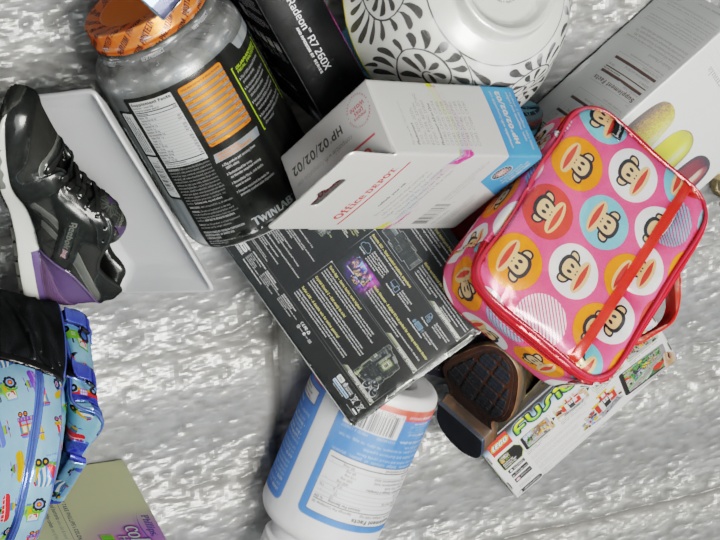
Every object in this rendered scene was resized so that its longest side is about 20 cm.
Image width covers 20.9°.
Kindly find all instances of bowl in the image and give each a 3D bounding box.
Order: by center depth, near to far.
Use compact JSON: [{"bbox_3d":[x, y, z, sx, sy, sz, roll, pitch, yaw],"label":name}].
[{"bbox_3d":[0.094,-0.219,1.525,0.200,0.094,0.202,3,84,-25],"label":"bowl"}]

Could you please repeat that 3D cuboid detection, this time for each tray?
[{"bbox_3d":[-0.193,-0.063,1.528,0.022,0.107,0.201,-54,129,-36],"label":"tray"}]

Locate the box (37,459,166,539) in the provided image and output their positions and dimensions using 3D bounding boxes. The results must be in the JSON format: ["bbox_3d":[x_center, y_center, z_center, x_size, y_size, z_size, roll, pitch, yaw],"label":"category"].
[{"bbox_3d":[-0.264,0.248,1.582,0.199,0.176,0.097,-7,115,-21],"label":"box"}]

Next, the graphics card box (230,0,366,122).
[{"bbox_3d":[-0.068,-0.210,1.487,0.051,0.125,0.201,-34,121,-7],"label":"graphics card box"}]

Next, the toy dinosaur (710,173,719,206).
[{"bbox_3d":[0.315,-0.098,1.755,0.200,0.058,0.101,-46,108,-8],"label":"toy dinosaur"}]

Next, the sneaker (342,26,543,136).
[{"bbox_3d":[0.079,-0.170,1.597,0.199,0.079,0.096,21,101,-30],"label":"sneaker"}]

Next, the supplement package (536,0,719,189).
[{"bbox_3d":[0.245,-0.127,1.668,0.200,0.110,0.114,-42,122,-1],"label":"supplement package"}]

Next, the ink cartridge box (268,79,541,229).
[{"bbox_3d":[0.024,-0.086,1.476,0.199,0.068,0.115,-2,153,-43],"label":"ink cartridge box"}]

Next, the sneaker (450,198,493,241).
[{"bbox_3d":[0.047,-0.040,1.658,0.200,0.078,0.116,-43,110,-8],"label":"sneaker"}]

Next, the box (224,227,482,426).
[{"bbox_3d":[0.000,0.000,1.595,0.160,0.044,0.200,-37,89,1],"label":"box"}]

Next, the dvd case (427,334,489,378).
[{"bbox_3d":[0.132,0.038,1.704,0.200,0.016,0.149,17,111,-52],"label":"dvd case"}]

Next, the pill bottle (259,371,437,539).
[{"bbox_3d":[-0.019,0.174,1.692,0.112,0.112,0.201,16,107,-28],"label":"pill bottle"}]

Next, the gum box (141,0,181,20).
[{"bbox_3d":[-0.123,-0.279,1.388,0.170,0.200,0.045,-46,122,3],"label":"gum box"}]

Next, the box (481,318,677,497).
[{"bbox_3d":[0.192,0.110,1.779,0.200,0.035,0.110,-40,141,-2],"label":"box"}]

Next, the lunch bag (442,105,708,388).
[{"bbox_3d":[0.179,-0.009,1.543,0.176,0.082,0.200,39,70,-12],"label":"lunch bag"}]

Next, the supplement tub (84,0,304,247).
[{"bbox_3d":[-0.123,-0.128,1.503,0.122,0.123,0.201,-32,121,-7],"label":"supplement tub"}]

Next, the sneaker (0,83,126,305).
[{"bbox_3d":[-0.223,-0.059,1.496,0.087,0.076,0.201,2,132,7],"label":"sneaker"}]

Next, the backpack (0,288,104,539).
[{"bbox_3d":[-0.278,0.135,1.490,0.134,0.201,0.183,12,130,-28],"label":"backpack"}]

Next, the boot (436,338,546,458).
[{"bbox_3d":[0.123,0.081,1.645,0.075,0.200,0.097,43,67,10],"label":"boot"}]
